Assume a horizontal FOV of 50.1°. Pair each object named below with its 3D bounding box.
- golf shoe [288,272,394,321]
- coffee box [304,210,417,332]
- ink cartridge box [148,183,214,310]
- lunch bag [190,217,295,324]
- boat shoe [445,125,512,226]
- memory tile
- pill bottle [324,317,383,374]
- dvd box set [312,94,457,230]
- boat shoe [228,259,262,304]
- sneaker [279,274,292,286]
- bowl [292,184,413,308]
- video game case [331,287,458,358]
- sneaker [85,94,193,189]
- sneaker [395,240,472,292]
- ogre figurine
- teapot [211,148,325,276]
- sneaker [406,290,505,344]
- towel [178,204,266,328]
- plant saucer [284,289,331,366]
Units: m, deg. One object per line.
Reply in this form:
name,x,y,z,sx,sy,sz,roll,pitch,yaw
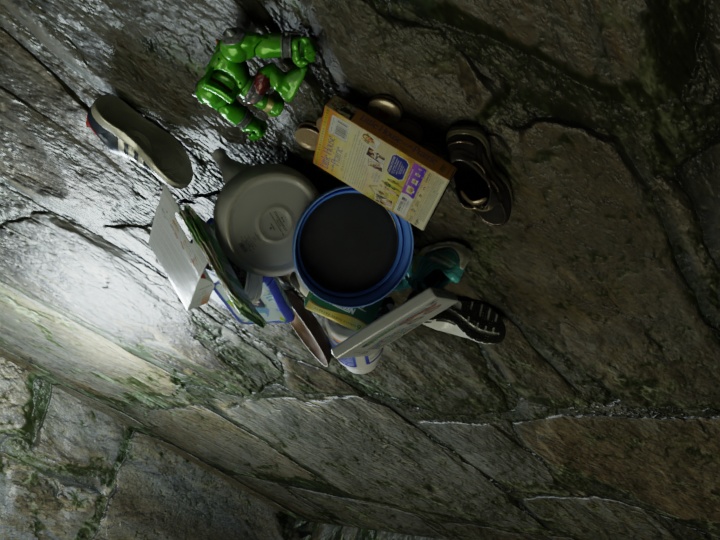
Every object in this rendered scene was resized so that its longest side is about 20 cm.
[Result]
golf shoe,-0.029,0.036,1.396,0.200,0.078,0.095,29,123,-11
coffee box,0.000,0.000,1.318,0.123,0.200,0.044,27,-167,-13
ink cartridge box,-0.307,-0.043,1.359,0.162,0.050,0.200,57,144,14
lunch bag,-0.227,0.017,1.493,0.200,0.127,0.170,25,157,28
boat shoe,0.165,-0.121,1.112,0.074,0.073,0.200,-1,145,32
memory tile,0.009,-0.187,1.152,0.200,0.017,0.153,-9,140,42
pill bottle,-0.009,0.141,1.630,0.112,0.112,0.200,12,151,13
dvd box set,0.029,-0.150,1.104,0.200,0.029,0.146,32,153,6
boat shoe,-0.212,-0.038,1.356,0.072,0.200,0.069,3,175,13
sneaker,-0.140,-0.025,1.469,0.092,0.076,0.200,18,150,12
bowl,-0.014,-0.040,1.246,0.200,0.201,0.039,31,-176,-20
video game case,0.064,0.092,1.328,0.200,0.024,0.182,-33,166,13
sneaker,-0.373,-0.207,1.297,0.200,0.075,0.084,44,142,-21
sneaker,0.108,0.004,1.356,0.077,0.080,0.200,34,149,-26
ogre figurine,-0.150,-0.260,1.044,0.120,0.098,0.200,19,165,-23
teapot,-0.156,-0.087,1.288,0.197,0.200,0.146,7,-171,-22
sneaker,0.183,0.090,1.486,0.200,0.074,0.080,22,166,5
towel,-0.218,-0.004,1.245,0.200,0.023,0.153,57,177,14
plant saucer,-0.118,0.116,1.648,0.200,0.032,0.200,50,165,19
